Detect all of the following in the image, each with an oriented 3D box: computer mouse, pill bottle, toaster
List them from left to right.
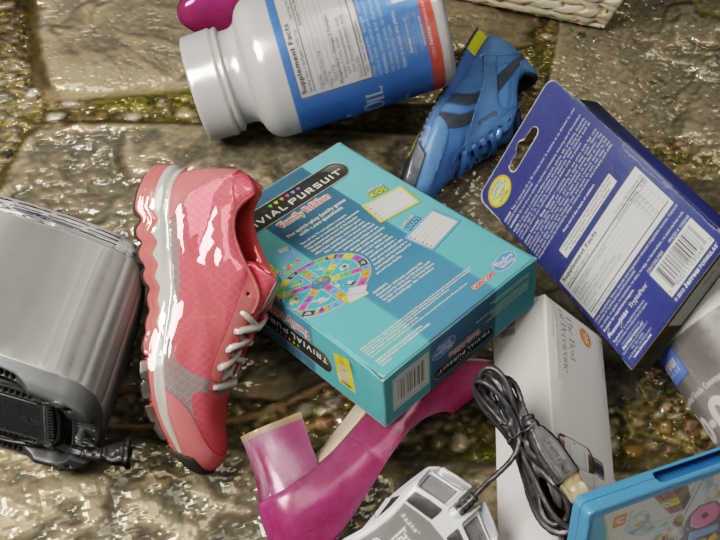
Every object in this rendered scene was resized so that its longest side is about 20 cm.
[{"bbox_3d":[-0.217,0.036,0.665,0.197,0.114,0.131,16,54,-3],"label":"toaster"},{"bbox_3d":[-0.034,-0.170,0.818,0.197,0.113,0.114,-17,62,1],"label":"pill bottle"},{"bbox_3d":[0.044,0.162,0.658,0.200,0.044,0.110,-42,78,8],"label":"computer mouse"},{"bbox_3d":[0.289,0.069,0.779,0.112,0.114,0.202,-19,65,-24],"label":"pill bottle"}]

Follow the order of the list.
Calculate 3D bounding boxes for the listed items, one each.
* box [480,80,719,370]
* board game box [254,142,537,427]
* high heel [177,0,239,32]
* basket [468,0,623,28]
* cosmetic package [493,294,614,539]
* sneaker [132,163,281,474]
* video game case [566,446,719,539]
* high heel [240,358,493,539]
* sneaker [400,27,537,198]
[{"bbox_3d":[0.180,-0.040,0.794,0.032,0.122,0.201,-1,42,-42],"label":"box"},{"bbox_3d":[0.000,0.000,0.742,0.150,0.047,0.199,-34,50,-29],"label":"board game box"},{"bbox_3d":[-0.048,-0.201,0.877,0.197,0.068,0.097,-11,52,-24],"label":"high heel"},{"bbox_3d":[0.164,-0.325,0.980,0.197,0.124,0.137,10,57,-10],"label":"basket"},{"bbox_3d":[0.134,0.125,0.720,0.082,0.050,0.203,34,47,-40],"label":"cosmetic package"},{"bbox_3d":[-0.092,0.030,0.675,0.085,0.074,0.204,-5,92,11],"label":"sneaker"},{"bbox_3d":[0.210,0.171,0.659,0.197,0.145,0.018,-13,34,-21],"label":"video game case"},{"bbox_3d":[0.021,0.125,0.709,0.198,0.067,0.097,-16,80,-31],"label":"high heel"},{"bbox_3d":[0.092,-0.117,0.869,0.078,0.066,0.201,30,56,0],"label":"sneaker"}]
